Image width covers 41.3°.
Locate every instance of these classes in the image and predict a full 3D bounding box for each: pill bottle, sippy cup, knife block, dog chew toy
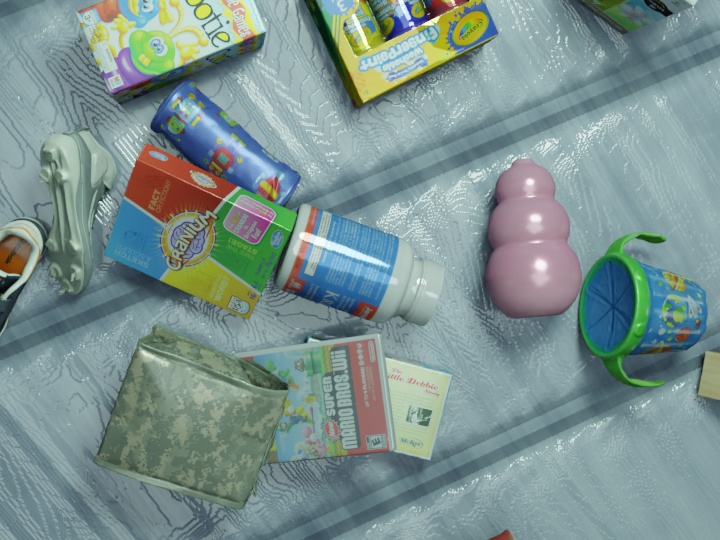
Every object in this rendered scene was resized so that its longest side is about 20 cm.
[{"bbox_3d":[0.000,0.000,1.197,0.197,0.112,0.114,19,90,-8],"label":"pill bottle"},{"bbox_3d":[0.377,0.052,1.253,0.128,0.140,0.180,6,117,-19],"label":"sippy cup"},{"bbox_3d":[0.574,0.161,1.257,0.197,0.176,0.065,10,90,-8],"label":"knife block"},{"bbox_3d":[0.218,-0.042,1.227,0.122,0.125,0.203,-3,85,-8],"label":"dog chew toy"}]

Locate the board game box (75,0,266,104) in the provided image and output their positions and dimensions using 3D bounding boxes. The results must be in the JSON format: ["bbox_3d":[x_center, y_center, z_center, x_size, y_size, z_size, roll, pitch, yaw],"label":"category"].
[{"bbox_3d":[-0.224,-0.290,1.154,0.198,0.105,0.104,-24,96,-6],"label":"board game box"}]

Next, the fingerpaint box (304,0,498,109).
[{"bbox_3d":[0.049,-0.326,1.208,0.198,0.073,0.169,-26,96,-6],"label":"fingerpaint box"}]

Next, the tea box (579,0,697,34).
[{"bbox_3d":[0.369,-0.429,1.188,0.133,0.197,0.202,32,87,-9],"label":"tea box"}]

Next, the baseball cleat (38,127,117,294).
[{"bbox_3d":[-0.335,-0.073,1.166,0.069,0.106,0.203,19,121,26],"label":"baseball cleat"}]

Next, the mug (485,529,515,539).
[{"bbox_3d":[0.126,0.452,1.230,0.197,0.133,0.180,-16,93,-4],"label":"mug"}]

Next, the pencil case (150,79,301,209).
[{"bbox_3d":[-0.162,-0.146,1.183,0.199,0.087,0.078,40,111,-7],"label":"pencil case"}]

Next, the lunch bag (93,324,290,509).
[{"bbox_3d":[-0.197,0.182,1.168,0.197,0.118,0.166,22,98,-3],"label":"lunch bag"}]

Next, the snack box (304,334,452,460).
[{"bbox_3d":[0.011,0.165,1.244,0.197,0.037,0.118,15,92,-8],"label":"snack box"}]

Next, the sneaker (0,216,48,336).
[{"bbox_3d":[-0.450,0.025,1.150,0.078,0.079,0.202,29,90,-10],"label":"sneaker"}]

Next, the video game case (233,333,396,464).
[{"bbox_3d":[-0.059,0.163,1.197,0.197,0.017,0.145,-9,86,16],"label":"video game case"}]

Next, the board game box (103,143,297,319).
[{"bbox_3d":[-0.196,-0.044,1.163,0.198,0.041,0.154,24,124,-8],"label":"board game box"}]
